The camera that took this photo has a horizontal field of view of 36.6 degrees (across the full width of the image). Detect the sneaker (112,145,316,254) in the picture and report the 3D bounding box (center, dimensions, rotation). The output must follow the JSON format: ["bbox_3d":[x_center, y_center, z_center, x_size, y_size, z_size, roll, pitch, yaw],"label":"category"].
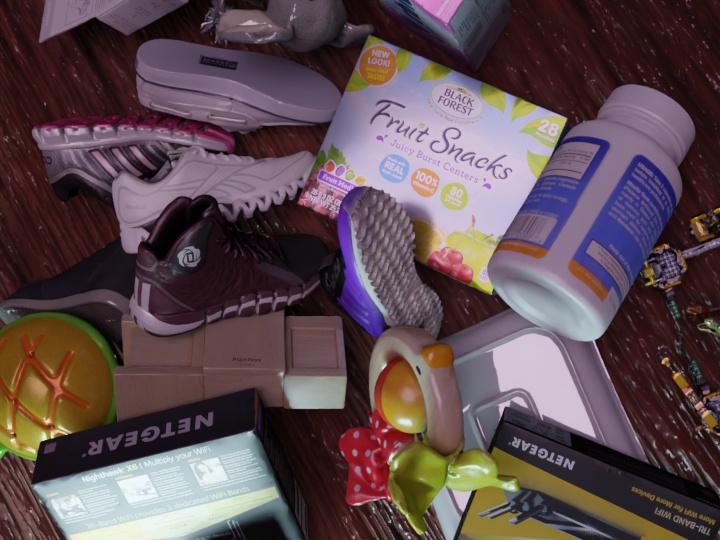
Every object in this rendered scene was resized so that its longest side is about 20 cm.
[{"bbox_3d":[-0.133,-0.081,1.005,0.198,0.075,0.082,-20,98,-15],"label":"sneaker"}]

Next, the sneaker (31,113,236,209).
[{"bbox_3d":[-0.217,-0.103,1.061,0.197,0.074,0.089,0,108,3],"label":"sneaker"}]

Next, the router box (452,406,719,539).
[{"bbox_3d":[0.186,0.229,0.933,0.198,0.052,0.159,21,102,6],"label":"router box"}]

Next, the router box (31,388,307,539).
[{"bbox_3d":[-0.161,0.197,0.951,0.197,0.053,0.159,-14,127,5],"label":"router box"}]

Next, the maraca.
[{"bbox_3d":[-0.309,0.114,1.016,0.198,0.107,0.139,-16,87,20],"label":"maraca"}]

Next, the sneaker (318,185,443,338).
[{"bbox_3d":[0.000,0.001,0.951,0.099,0.201,0.070,17,59,31],"label":"sneaker"}]

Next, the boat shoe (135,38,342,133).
[{"bbox_3d":[-0.117,-0.163,1.038,0.197,0.073,0.066,9,134,-5],"label":"boat shoe"}]

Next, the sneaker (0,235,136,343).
[{"bbox_3d":[-0.267,0.019,1.076,0.198,0.075,0.107,-6,42,35],"label":"sneaker"}]

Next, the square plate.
[{"bbox_3d":[0.137,0.141,0.984,0.198,0.028,0.200,-25,82,12],"label":"square plate"}]

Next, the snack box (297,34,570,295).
[{"bbox_3d":[0.067,-0.095,0.989,0.198,0.068,0.170,26,94,12],"label":"snack box"}]

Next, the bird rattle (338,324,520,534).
[{"bbox_3d":[0.049,0.127,0.918,0.111,0.200,0.166,-5,97,-17],"label":"bird rattle"}]

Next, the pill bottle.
[{"bbox_3d":[0.199,-0.052,0.913,0.111,0.112,0.201,30,73,13],"label":"pill bottle"}]

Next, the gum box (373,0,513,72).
[{"bbox_3d":[0.059,-0.244,0.927,0.113,0.200,0.067,35,96,11],"label":"gum box"}]

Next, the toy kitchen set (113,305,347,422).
[{"bbox_3d":[-0.121,0.105,1.032,0.197,0.164,0.182,1,127,-6],"label":"toy kitchen set"}]

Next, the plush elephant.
[{"bbox_3d":[-0.067,-0.269,0.986,0.154,0.164,0.202,35,125,26],"label":"plush elephant"}]

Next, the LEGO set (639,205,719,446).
[{"bbox_3d":[0.315,0.041,0.896,0.152,0.116,0.203,-13,85,13],"label":"LEGO set"}]

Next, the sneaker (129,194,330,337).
[{"bbox_3d":[-0.107,-0.021,0.952,0.076,0.198,0.117,41,139,38],"label":"sneaker"}]

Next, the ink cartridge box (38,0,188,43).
[{"bbox_3d":[-0.229,-0.324,1.055,0.175,0.044,0.203,-14,65,38],"label":"ink cartridge box"}]
